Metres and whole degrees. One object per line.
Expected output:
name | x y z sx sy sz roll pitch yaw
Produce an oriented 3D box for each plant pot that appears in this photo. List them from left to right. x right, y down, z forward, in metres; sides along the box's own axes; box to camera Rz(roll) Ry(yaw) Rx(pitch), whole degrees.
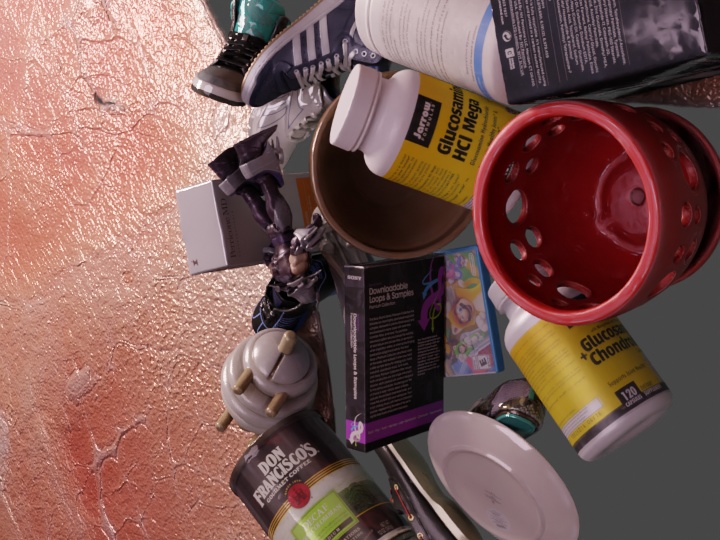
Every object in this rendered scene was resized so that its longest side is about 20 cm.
plant pot | 0.037 -0.116 1.288 0.093 0.198 0.204 -163 68 -79
plant pot | 0.232 -0.059 1.093 0.198 0.181 0.204 6 100 39

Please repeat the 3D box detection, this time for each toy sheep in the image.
toy sheep | -0.115 0.142 1.455 0.139 0.137 0.201 57 141 19

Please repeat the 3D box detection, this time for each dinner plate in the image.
dinner plate | 0.147 0.237 1.253 0.199 0.024 0.202 32 145 25

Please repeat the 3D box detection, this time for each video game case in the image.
video game case | 0.073 0.054 1.356 0.198 0.018 0.146 -10 90 42

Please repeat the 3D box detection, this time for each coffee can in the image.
coffee can | -0.045 0.292 1.409 0.200 0.145 0.147 46 123 26

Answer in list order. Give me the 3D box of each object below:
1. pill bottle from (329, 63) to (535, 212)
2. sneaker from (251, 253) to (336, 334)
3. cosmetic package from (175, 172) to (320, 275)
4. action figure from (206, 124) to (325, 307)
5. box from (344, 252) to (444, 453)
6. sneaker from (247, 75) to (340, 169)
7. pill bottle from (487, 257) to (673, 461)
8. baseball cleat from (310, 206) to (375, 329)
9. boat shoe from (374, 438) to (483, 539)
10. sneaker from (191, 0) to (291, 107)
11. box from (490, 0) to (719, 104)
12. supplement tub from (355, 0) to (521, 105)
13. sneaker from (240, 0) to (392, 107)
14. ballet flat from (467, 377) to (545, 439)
pill bottle | 0.074 -0.137 1.190 0.112 0.197 0.114 -162 90 -78
sneaker | -0.095 0.034 1.454 0.200 0.077 0.071 -40 68 44
cosmetic package | -0.119 -0.059 1.388 0.071 0.199 0.103 -11 90 41
action figure | -0.089 -0.051 1.280 0.130 0.069 0.202 -17 99 55
box | 0.039 0.087 1.285 0.036 0.142 0.203 8 101 40
sneaker | -0.075 -0.203 1.417 0.087 0.074 0.202 38 120 25
pill bottle | 0.216 0.082 1.173 0.112 0.111 0.201 -47 66 34
baseball cleat | 0.000 0.000 1.363 0.069 0.107 0.202 -14 114 11
boat shoe | 0.061 0.259 1.349 0.063 0.073 0.202 -44 63 15
sneaker | -0.137 -0.270 1.392 0.083 0.200 0.122 21 110 3
box | 0.253 -0.229 1.040 0.195 0.199 0.126 -10 91 41
supplement tub | 0.106 -0.261 1.209 0.199 0.131 0.134 28 113 34
sneaker | -0.039 -0.237 1.331 0.200 0.070 0.109 -43 77 -3
ballet flat | 0.148 0.167 1.272 0.073 0.071 0.200 63 151 15
